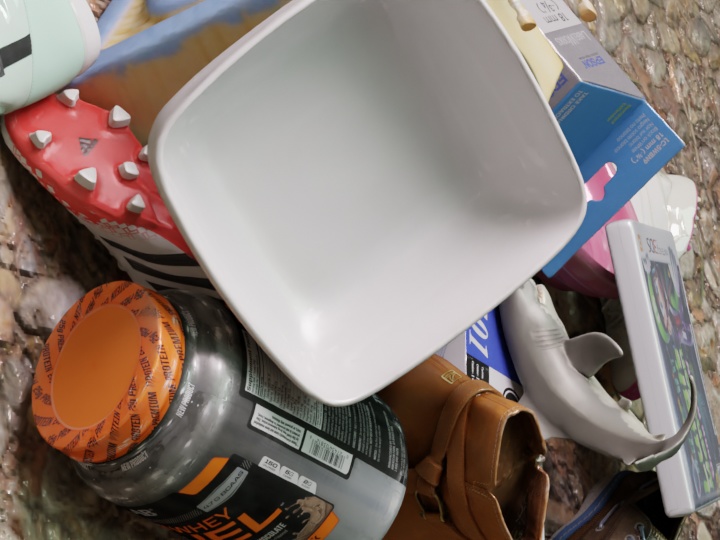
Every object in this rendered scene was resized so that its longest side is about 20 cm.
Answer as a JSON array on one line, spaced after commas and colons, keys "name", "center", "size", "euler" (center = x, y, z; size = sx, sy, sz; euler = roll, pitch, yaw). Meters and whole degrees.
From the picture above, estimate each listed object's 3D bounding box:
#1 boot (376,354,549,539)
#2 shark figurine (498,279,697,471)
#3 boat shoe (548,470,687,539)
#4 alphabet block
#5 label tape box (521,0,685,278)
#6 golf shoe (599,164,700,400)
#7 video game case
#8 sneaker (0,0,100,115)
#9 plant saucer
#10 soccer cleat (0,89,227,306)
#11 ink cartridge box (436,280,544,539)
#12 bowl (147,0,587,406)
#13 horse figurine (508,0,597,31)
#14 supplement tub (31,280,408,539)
[{"name": "boot", "center": [0.053, 0.144, 1.341], "size": [0.074, 0.154, 0.201], "euler": [-31, 120, -31]}, {"name": "shark figurine", "center": [0.140, 0.098, 1.484], "size": [0.089, 0.214, 0.129], "euler": [-25, 129, -19]}, {"name": "boat shoe", "center": [0.180, 0.198, 1.592], "size": [0.072, 0.072, 0.200], "euler": [57, 36, -17]}, {"name": "alphabet block", "center": [-0.025, -0.115, 1.352], "size": [0.200, 0.196, 0.196], "euler": [53, 39, -23]}, {"name": "label tape box", "center": [0.093, -0.108, 1.501], "size": [0.200, 0.144, 0.063], "euler": [50, 31, 11]}, {"name": "golf shoe", "center": [0.202, 0.004, 1.736], "size": [0.091, 0.075, 0.201], "euler": [24, 55, -18]}, {"name": "video game case", "center": [0.217, 0.067, 1.588], "size": [0.182, 0.023, 0.201], "euler": [6, 73, -73]}, {"name": "sneaker", "center": [-0.226, -0.173, 1.210], "size": [0.201, 0.074, 0.118], "euler": [59, 40, -12]}, {"name": "plant saucer", "center": [0.133, -0.062, 1.641], "size": [0.200, 0.051, 0.201], "euler": [44, 26, -29]}, {"name": "soccer cleat", "center": [-0.123, -0.027, 1.290], "size": [0.199, 0.085, 0.069], "euler": [31, 49, -11]}, {"name": "ink cartridge box", "center": [0.080, 0.086, 1.533], "size": [0.094, 0.044, 0.201], "euler": [32, 49, -45]}, {"name": "bowl", "center": [-0.004, -0.055, 1.195], "size": [0.199, 0.075, 0.200], "euler": [-37, 115, -9]}, {"name": "horse figurine", "center": [0.058, -0.204, 1.291], "size": [0.199, 0.050, 0.133], "euler": [7, 56, -47]}, {"name": "supplement tub", "center": [-0.076, 0.088, 1.245], "size": [0.200, 0.122, 0.123], "euler": [32, 50, -41]}]
